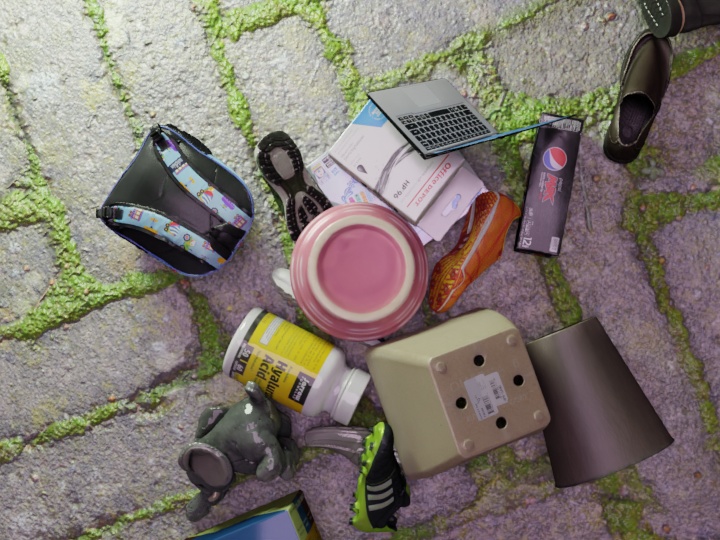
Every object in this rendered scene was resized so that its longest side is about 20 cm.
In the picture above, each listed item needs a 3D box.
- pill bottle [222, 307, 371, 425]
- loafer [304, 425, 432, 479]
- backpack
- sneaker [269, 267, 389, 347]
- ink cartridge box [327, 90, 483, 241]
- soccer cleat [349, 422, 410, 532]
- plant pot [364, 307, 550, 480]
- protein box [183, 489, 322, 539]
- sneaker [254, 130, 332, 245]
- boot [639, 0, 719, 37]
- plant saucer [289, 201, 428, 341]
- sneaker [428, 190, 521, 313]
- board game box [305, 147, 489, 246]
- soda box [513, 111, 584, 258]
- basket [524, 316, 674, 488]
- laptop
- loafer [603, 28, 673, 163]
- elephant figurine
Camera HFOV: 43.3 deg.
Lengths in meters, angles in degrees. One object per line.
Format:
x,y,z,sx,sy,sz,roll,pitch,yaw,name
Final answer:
-0.089,0.144,1.319,0.200,0.111,0.112,26,91,5,pill bottle
0.015,0.266,1.327,0.199,0.070,0.070,6,81,4,loafer
-0.249,-0.091,1.326,0.200,0.135,0.183,33,91,5,backpack
-0.038,0.041,1.343,0.200,0.076,0.081,29,84,-3,sneaker
0.068,-0.146,1.291,0.200,0.068,0.116,38,91,4,ink cartridge box
0.035,0.292,1.277,0.081,0.068,0.200,7,124,-4,soccer cleat
0.147,0.165,1.238,0.200,0.177,0.200,-18,87,-16,plant pot
-0.144,0.457,1.303,0.198,0.135,0.200,-23,87,4,protein box
-0.101,-0.116,1.350,0.077,0.089,0.200,-26,110,-13,sneaker
0.466,-0.432,1.319,0.138,0.077,0.201,-10,77,-15,boot
0.000,0.000,1.287,0.200,0.051,0.201,0,85,-4,plant saucer
0.167,-0.017,1.318,0.077,0.073,0.200,22,109,-31,sneaker
0.056,-0.130,1.347,0.200,0.043,0.199,-36,85,3,board game box
0.272,-0.121,1.314,0.063,0.071,0.201,11,89,6,soda box
0.316,0.177,1.276,0.180,0.136,0.200,-21,83,-9,basket
0.151,-0.225,1.239,0.200,0.187,0.116,50,130,17,laptop
0.408,-0.253,1.306,0.073,0.071,0.201,14,90,5,loafer
-0.201,0.267,1.316,0.200,0.141,0.156,-18,72,12,elephant figurine
